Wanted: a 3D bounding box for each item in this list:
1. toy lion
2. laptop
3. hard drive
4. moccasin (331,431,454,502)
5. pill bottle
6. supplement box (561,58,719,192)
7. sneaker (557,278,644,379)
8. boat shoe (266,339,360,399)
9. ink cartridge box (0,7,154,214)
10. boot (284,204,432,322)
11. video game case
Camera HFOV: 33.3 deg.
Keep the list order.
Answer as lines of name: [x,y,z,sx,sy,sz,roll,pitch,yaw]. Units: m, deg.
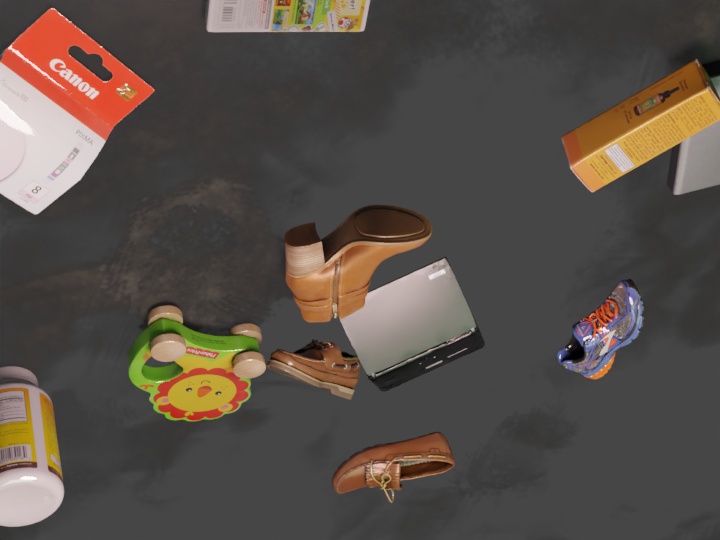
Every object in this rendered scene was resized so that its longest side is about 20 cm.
toy lion: [-0.235,0.143,1.676,0.200,0.069,0.192,16,133,-33]
laptop: [0.077,0.085,1.772,0.177,0.103,0.200,-24,163,4]
hard drive: [0.494,-0.199,1.633,0.139,0.033,0.200,-14,137,-8]
moccasin: [0.053,0.325,1.953,0.201,0.078,0.074,-10,136,-12]
pill bottle: [-0.448,0.222,1.560,0.109,0.200,0.109,-11,136,-11]
supplement box: [0.362,-0.184,1.547,0.200,0.067,0.069,-31,131,24]
sneaker: [0.369,0.093,1.851,0.078,0.075,0.200,6,129,-22]
boat shoe: [-0.065,0.128,1.700,0.200,0.072,0.068,30,80,-61]
ink cartridge box: [-0.350,-0.167,1.321,0.200,0.057,0.163,-33,136,19]
boot: [0.000,0.000,1.603,0.200,0.077,0.155,-13,135,-5]
video game case: [-0.067,-0.342,1.275,0.182,0.023,0.200,-4,134,-18]
